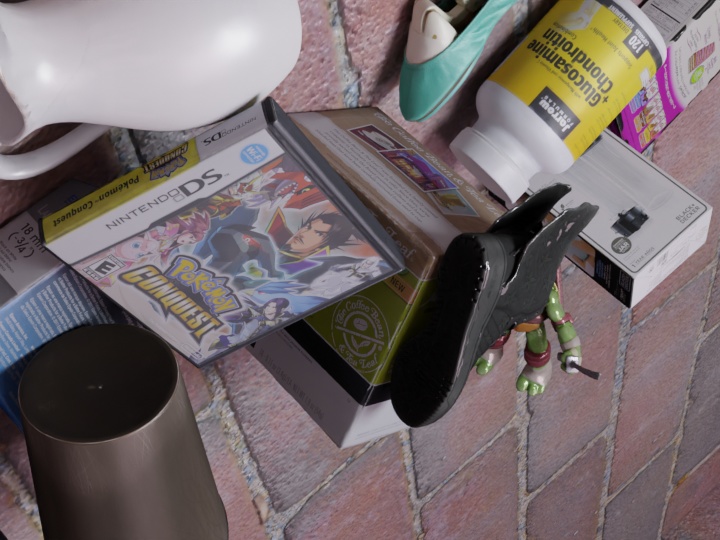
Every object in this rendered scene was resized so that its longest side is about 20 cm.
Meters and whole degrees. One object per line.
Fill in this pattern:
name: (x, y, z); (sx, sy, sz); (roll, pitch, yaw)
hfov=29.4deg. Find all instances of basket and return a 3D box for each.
basket: (-0.175, 0.147, 1.005); (0.181, 0.135, 0.201); (-80, 171, -47)

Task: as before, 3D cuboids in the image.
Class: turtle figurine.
turtle figurine: (0.168, 0.081, 1.524); (0.143, 0.201, 0.194); (-5, 146, -4)

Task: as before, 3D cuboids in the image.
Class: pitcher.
pitcher: (-0.148, -0.130, 0.874); (0.199, 0.122, 0.172); (-18, 159, -26)

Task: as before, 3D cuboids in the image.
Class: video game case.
video game case: (-0.089, -0.017, 0.946); (0.180, 0.026, 0.200); (-26, 142, 13)

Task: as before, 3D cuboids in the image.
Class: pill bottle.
pill bottle: (0.178, -0.161, 1.264); (0.200, 0.112, 0.112); (-48, 151, -1)

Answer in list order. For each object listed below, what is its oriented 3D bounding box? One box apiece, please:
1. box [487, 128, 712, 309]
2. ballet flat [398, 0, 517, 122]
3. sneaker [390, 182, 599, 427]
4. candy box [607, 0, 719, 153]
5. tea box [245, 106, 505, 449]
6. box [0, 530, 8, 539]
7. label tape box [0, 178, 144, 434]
box: (0.234, -0.070, 1.363); (0.117, 0.200, 0.060); (-40, 152, -17)
ballet flat: (0.082, -0.218, 1.130); (0.070, 0.067, 0.200); (36, 96, -37)
sneaker: (0.098, 0.029, 1.028); (0.104, 0.060, 0.201); (-7, 127, -43)
candy box: (0.320, -0.226, 1.432); (0.200, 0.061, 0.136); (-45, 151, -3)
tea box: (0.000, 0.000, 1.128); (0.133, 0.200, 0.197); (-10, 133, -47)
box: (-0.355, 0.275, 1.038); (0.199, 0.148, 0.107); (-26, 145, -33)
label tape box: (-0.202, 0.011, 1.007); (0.200, 0.063, 0.144); (-38, 149, -16)
